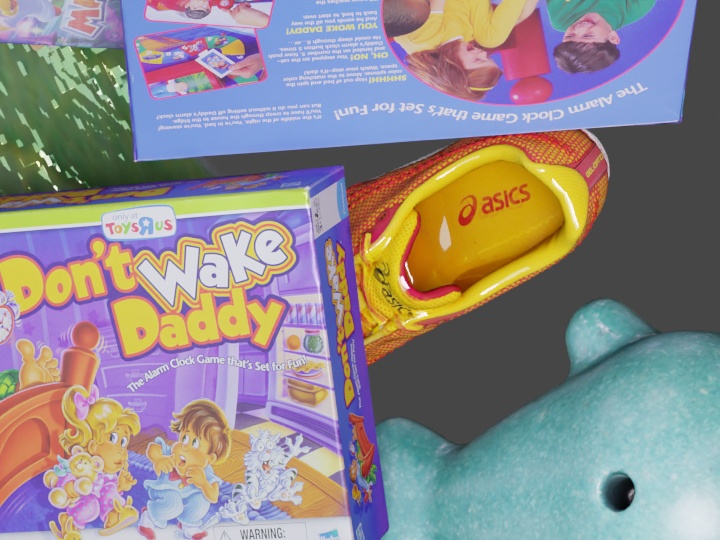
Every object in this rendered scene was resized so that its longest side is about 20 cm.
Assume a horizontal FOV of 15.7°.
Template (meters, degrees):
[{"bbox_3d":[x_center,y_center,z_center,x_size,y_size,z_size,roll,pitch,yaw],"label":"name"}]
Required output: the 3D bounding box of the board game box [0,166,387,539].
[{"bbox_3d":[-0.098,0.040,0.949,0.198,0.045,0.136,-5,100,17],"label":"board game box"}]

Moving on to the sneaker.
[{"bbox_3d":[0.000,0.000,0.980,0.199,0.077,0.073,-32,96,22],"label":"sneaker"}]

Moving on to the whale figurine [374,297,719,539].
[{"bbox_3d":[0.080,0.087,0.958,0.199,0.104,0.160,-2,80,28],"label":"whale figurine"}]

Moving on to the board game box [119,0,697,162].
[{"bbox_3d":[0.016,-0.104,0.895,0.198,0.045,0.135,-4,141,-4],"label":"board game box"}]

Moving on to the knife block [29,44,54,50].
[{"bbox_3d":[-0.119,-0.182,0.955,0.199,0.064,0.176,-25,108,21],"label":"knife block"}]

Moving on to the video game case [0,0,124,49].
[{"bbox_3d":[-0.046,-0.129,0.905,0.198,0.018,0.144,2,141,-11],"label":"video game case"}]
